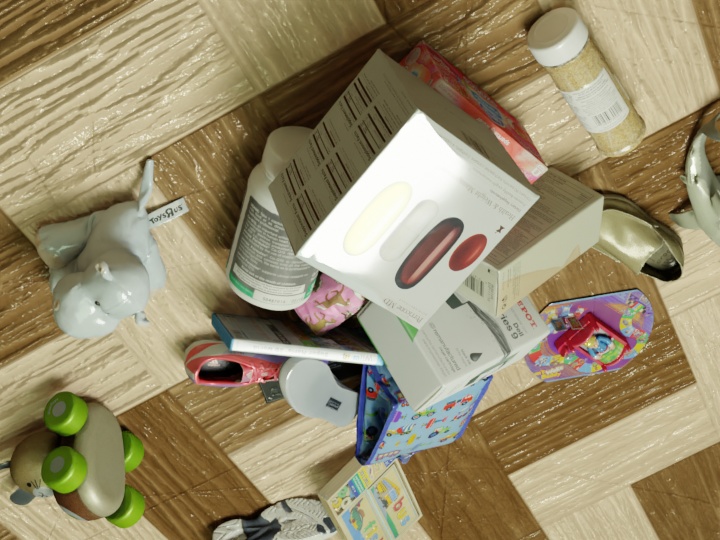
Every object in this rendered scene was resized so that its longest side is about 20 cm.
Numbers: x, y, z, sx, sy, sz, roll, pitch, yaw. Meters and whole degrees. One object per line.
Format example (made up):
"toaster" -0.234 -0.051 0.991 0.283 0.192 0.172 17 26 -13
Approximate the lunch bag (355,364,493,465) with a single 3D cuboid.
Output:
"lunch bag" 0.077 0.196 1.630 0.149 0.094 0.201 -13 138 -23

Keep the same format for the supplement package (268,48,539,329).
"supplement package" 0.043 -0.084 1.298 0.190 0.148 0.200 30 111 -32

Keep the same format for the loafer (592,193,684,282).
"loafer" 0.366 -0.041 1.613 0.198 0.068 0.076 18 122 -28

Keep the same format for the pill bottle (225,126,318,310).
"pill bottle" -0.088 -0.062 1.438 0.112 0.114 0.201 5 128 -19

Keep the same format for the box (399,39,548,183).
"box" 0.113 -0.161 1.423 0.103 0.095 0.199 -42 127 19

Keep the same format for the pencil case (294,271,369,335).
"pencil case" 0.000 0.000 1.529 0.199 0.087 0.083 -36 96 15

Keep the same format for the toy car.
"toy car" -0.415 0.274 1.614 0.198 0.159 0.164 -20 143 17

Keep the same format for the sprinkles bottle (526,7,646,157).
"sprinkles bottle" 0.271 -0.221 1.437 0.068 0.069 0.200 -33 130 13

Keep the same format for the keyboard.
"keyboard" -0.042 0.141 1.683 0.198 0.021 0.128 -17 125 -1

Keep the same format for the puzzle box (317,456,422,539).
"puzzle box" 0.019 0.356 1.833 0.133 0.025 0.201 -43 135 -20

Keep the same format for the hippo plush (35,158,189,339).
"hippo plush" -0.280 0.013 1.413 0.199 0.161 0.160 -28 131 9

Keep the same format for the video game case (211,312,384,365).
"video game case" -0.083 0.087 1.545 0.198 0.143 0.018 7 98 -18

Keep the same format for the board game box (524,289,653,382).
"board game box" 0.336 0.109 1.746 0.198 0.039 0.159 -8 130 -8

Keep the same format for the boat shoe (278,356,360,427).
"boat shoe" -0.067 0.153 1.577 0.074 0.065 0.200 -53 148 -9

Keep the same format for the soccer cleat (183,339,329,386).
"soccer cleat" -0.133 0.126 1.598 0.198 0.073 0.069 0 110 -12

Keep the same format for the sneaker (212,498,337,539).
"sneaker" -0.121 0.428 1.863 0.197 0.080 0.130 -18 137 -7

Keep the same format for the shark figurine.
"shark figurine" 0.468 -0.126 1.583 0.089 0.128 0.216 -29 117 -24

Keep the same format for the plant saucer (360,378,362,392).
"plant saucer" 0.087 0.133 1.673 0.199 0.051 0.202 -14 129 -18

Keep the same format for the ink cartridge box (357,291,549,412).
"ink cartridge box" 0.119 0.068 1.526 0.199 0.147 0.084 -22 162 -36

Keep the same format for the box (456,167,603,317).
"box" 0.204 -0.038 1.496 0.199 0.095 0.078 -32 138 -29
